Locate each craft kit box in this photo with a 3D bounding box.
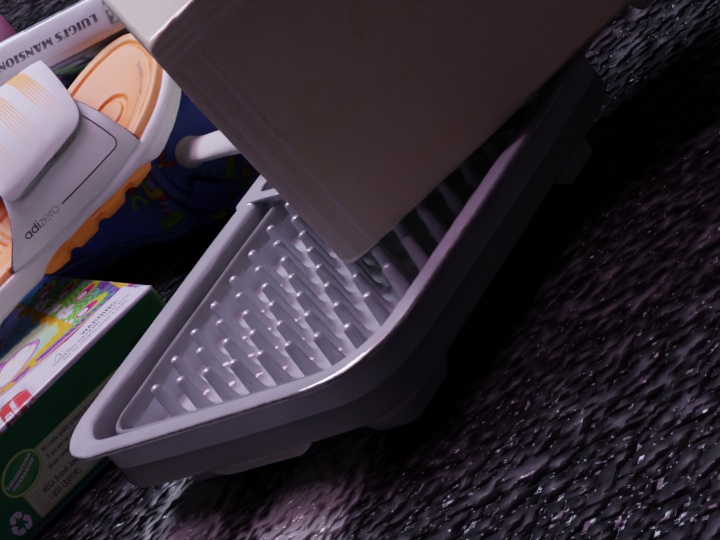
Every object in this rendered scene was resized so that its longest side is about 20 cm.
[{"bbox_3d":[-0.176,0.082,1.080,0.200,0.049,0.197,-45,17,-19],"label":"craft kit box"}]

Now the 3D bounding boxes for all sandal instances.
[{"bbox_3d":[-0.151,-0.025,1.083,0.207,0.059,0.079,-53,35,-13],"label":"sandal"}]

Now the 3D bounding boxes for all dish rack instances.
[{"bbox_3d":[0.000,0.000,0.939,0.171,0.044,0.200,-18,28,45],"label":"dish rack"}]

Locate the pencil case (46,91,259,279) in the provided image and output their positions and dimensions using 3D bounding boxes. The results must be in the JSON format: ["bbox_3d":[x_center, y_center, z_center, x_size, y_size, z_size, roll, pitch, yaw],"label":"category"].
[{"bbox_3d":[-0.134,-0.031,1.203,0.200,0.087,0.078,-23,-18,38],"label":"pencil case"}]

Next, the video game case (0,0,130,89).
[{"bbox_3d":[-0.094,-0.105,1.229,0.181,0.023,0.200,-25,-5,23],"label":"video game case"}]

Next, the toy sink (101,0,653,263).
[{"bbox_3d":[0.024,-0.116,0.924,0.200,0.112,0.130,-44,20,0],"label":"toy sink"}]

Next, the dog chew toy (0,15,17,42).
[{"bbox_3d":[-0.244,-0.099,1.514,0.124,0.125,0.200,-39,10,-2],"label":"dog chew toy"}]

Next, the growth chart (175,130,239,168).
[{"bbox_3d":[0.014,-0.093,1.093,0.200,0.018,0.145,-34,8,-26],"label":"growth chart"}]
